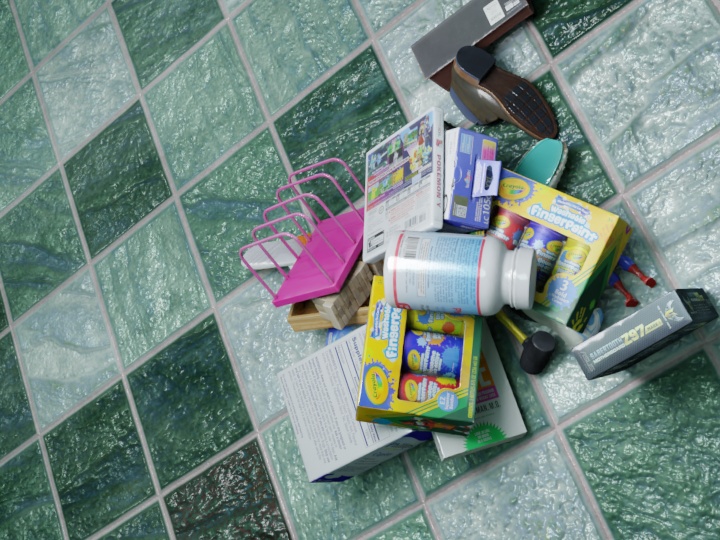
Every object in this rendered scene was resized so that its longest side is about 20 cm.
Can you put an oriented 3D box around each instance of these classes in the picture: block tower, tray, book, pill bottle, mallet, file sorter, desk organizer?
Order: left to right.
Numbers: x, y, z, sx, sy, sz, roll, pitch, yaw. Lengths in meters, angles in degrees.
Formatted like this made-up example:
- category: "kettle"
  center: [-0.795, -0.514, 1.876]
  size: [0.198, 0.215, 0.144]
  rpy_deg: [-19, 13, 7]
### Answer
- category: "file sorter"
  center: [-0.082, -0.065, 1.742]
  size: [0.138, 0.126, 0.201]
  rpy_deg: [-15, 34, 39]
- category: "tray"
  center: [-0.015, 0.044, 1.783]
  size: [0.198, 0.037, 0.099]
  rpy_deg: [-9, 43, 25]
- category: "block tower"
  center: [0.000, 0.000, 1.750]
  size: [0.057, 0.054, 0.200]
  rpy_deg: [14, 54, 41]
- category: "pill bottle"
  center: [0.138, 0.005, 1.500]
  size: [0.198, 0.109, 0.110]
  rpy_deg: [5, 82, 16]
- category: "book"
  center: [0.151, 0.171, 1.641]
  size: [0.132, 0.048, 0.202]
  rpy_deg: [-15, 70, -12]
- category: "desk organizer"
  center: [0.188, -0.378, 1.754]
  size: [0.199, 0.077, 0.072]
  rpy_deg: [-34, 64, 23]
- category: "mallet"
  center: [0.214, 0.063, 1.631]
  size: [0.200, 0.041, 0.066]
  rpy_deg: [52, 146, 17]

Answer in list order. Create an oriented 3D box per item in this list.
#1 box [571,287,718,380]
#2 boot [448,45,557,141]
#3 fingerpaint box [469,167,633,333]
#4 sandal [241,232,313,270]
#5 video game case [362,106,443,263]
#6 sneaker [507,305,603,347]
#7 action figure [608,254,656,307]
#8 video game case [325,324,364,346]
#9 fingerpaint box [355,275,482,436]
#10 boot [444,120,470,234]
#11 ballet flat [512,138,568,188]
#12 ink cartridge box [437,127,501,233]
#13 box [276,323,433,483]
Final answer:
- category: "box"
  center: [0.382, 0.082, 1.455]
  size: [0.157, 0.200, 0.051]
  rpy_deg: [-34, 75, 24]
- category: "boot"
  center: [0.220, -0.261, 1.725]
  size: [0.200, 0.097, 0.075]
  rpy_deg: [45, 66, 8]
- category: "fingerpaint box"
  center: [0.257, -0.030, 1.559]
  size: [0.199, 0.073, 0.168]
  rpy_deg: [28, 93, 33]
- category: "sandal"
  center: [-0.103, -0.019, 1.879]
  size: [0.205, 0.060, 0.080]
  rpy_deg: [-5, 40, 23]
- category: "video game case"
  center: [0.062, -0.122, 1.619]
  size: [0.200, 0.023, 0.184]
  rpy_deg: [-27, 57, 58]
- category: "sneaker"
  center: [0.272, 0.042, 1.622]
  size: [0.072, 0.072, 0.200]
  rpy_deg: [-43, 54, -15]
- category: "action figure"
  center: [0.341, -0.033, 1.601]
  size: [0.066, 0.051, 0.200]
  rpy_deg: [-53, 55, 17]
- category: "video game case"
  center: [0.021, 0.163, 1.770]
  size: [0.180, 0.045, 0.202]
  rpy_deg: [4, 82, 33]
- category: "fingerpaint box"
  center: [0.086, 0.121, 1.573]
  size: [0.165, 0.073, 0.202]
  rpy_deg: [8, 65, 1]
- category: "boot"
  center: [0.144, -0.132, 1.729]
  size: [0.158, 0.079, 0.211]
  rpy_deg: [-52, 57, 13]
- category: "ballet flat"
  center: [0.251, -0.110, 1.663]
  size: [0.072, 0.072, 0.201]
  rpy_deg: [37, 98, 33]
- category: "ink cartridge box"
  center: [0.128, -0.126, 1.597]
  size: [0.200, 0.076, 0.138]
  rpy_deg: [-7, 74, 63]
- category: "box"
  center: [-0.003, 0.204, 1.686]
  size: [0.199, 0.105, 0.185]
  rpy_deg: [-29, 66, 24]
